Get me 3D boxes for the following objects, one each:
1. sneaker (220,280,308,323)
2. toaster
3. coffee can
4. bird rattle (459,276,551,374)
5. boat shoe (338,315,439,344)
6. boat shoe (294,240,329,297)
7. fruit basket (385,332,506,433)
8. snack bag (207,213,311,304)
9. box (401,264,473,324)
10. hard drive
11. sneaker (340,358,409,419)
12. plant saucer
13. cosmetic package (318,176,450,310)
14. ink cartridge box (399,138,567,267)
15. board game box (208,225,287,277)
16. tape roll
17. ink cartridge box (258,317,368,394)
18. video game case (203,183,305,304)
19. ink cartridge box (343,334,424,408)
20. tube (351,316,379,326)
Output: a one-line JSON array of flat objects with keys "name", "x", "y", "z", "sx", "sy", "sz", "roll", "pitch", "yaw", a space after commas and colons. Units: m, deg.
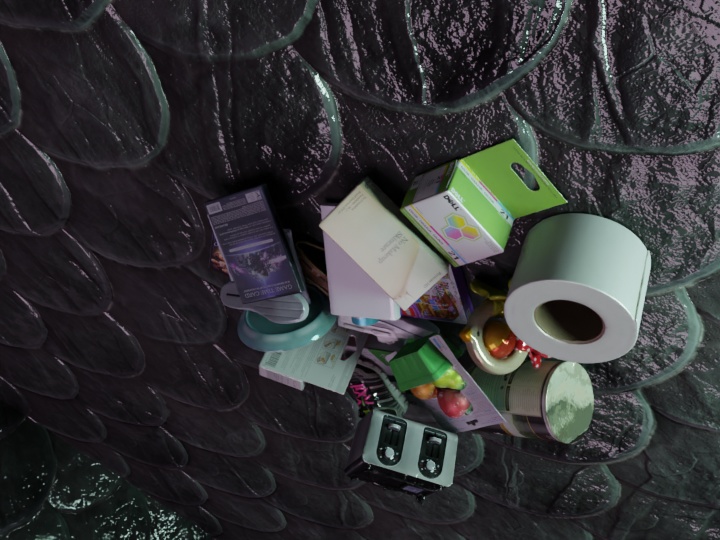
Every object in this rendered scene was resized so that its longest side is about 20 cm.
[{"name": "sneaker", "x": -0.169, "y": 0.051, "z": 1.543, "sx": 0.200, "sy": 0.071, "sz": 0.073, "roll": 14, "pitch": 102, "yaw": 33}, {"name": "toaster", "x": 0.076, "y": 0.361, "z": 1.591, "sx": 0.181, "sy": 0.119, "sz": 0.200, "roll": 19, "pitch": 154, "yaw": -6}, {"name": "coffee can", "x": 0.306, "y": 0.237, "z": 1.525, "sx": 0.200, "sy": 0.146, "sz": 0.146, "roll": -4, "pitch": 137, "yaw": 49}, {"name": "bird rattle", "x": 0.247, "y": 0.106, "z": 1.421, "sx": 0.113, "sy": 0.163, "sz": 0.200, "roll": 4, "pitch": 135, "yaw": 56}, {"name": "boat shoe", "x": 0.053, "y": 0.107, "z": 1.586, "sx": 0.200, "sy": 0.074, "sz": 0.065, "roll": 18, "pitch": 107, "yaw": 16}, {"name": "boat shoe", "x": -0.043, "y": 0.009, "z": 1.532, "sx": 0.200, "sy": 0.072, "sz": 0.068, "roll": 23, "pitch": 146, "yaw": 2}, {"name": "fruit basket", "x": 0.156, "y": 0.211, "z": 1.514, "sx": 0.200, "sy": 0.094, "sz": 0.185, "roll": 46, "pitch": 147, "yaw": -8}, {"name": "snack bag", "x": -0.190, "y": -0.027, "z": 1.541, "sx": 0.188, "sy": 0.021, "sz": 0.200, "roll": 15, "pitch": 141, "yaw": 25}, {"name": "box", "x": 0.116, "y": 0.014, "z": 1.470, "sx": 0.137, "sy": 0.039, "sz": 0.200, "roll": 6, "pitch": 141, "yaw": 26}, {"name": "hard drive", "x": 0.001, "y": -0.016, "z": 1.427, "sx": 0.132, "sy": 0.025, "sz": 0.200, "roll": 4, "pitch": 109, "yaw": 27}, {"name": "sneaker", "x": 0.019, "y": 0.254, "z": 1.653, "sx": 0.074, "sy": 0.088, "sz": 0.200, "roll": -14, "pitch": 131, "yaw": 43}, {"name": "plant saucer", "x": -0.143, "y": 0.082, "z": 1.583, "sx": 0.200, "sy": 0.200, "sz": 0.027, "roll": 6, "pitch": 129, "yaw": 24}, {"name": "cosmetic package", "x": 0.041, "y": -0.044, "z": 1.341, "sx": 0.200, "sy": 0.073, "sz": 0.104, "roll": 44, "pitch": 110, "yaw": -4}, {"name": "ink cartridge box", "x": 0.184, "y": -0.099, "z": 1.249, "sx": 0.148, "sy": 0.076, "sz": 0.200, "roll": 43, "pitch": 143, "yaw": -25}, {"name": "board game box", "x": -0.223, "y": -0.043, "z": 1.605, "sx": 0.135, "sy": 0.035, "sz": 0.200, "roll": 24, "pitch": 145, "yaw": 2}, {"name": "tape roll", "x": 0.335, "y": 0.029, "z": 1.270, "sx": 0.202, "sy": 0.139, "sz": 0.203, "roll": 16, "pitch": 144, "yaw": 12}, {"name": "ink cartridge box", "x": -0.081, "y": 0.144, "z": 1.617, "sx": 0.176, "sy": 0.200, "sz": 0.045, "roll": 18, "pitch": 145, "yaw": 10}, {"name": "video game case", "x": -0.190, "y": -0.044, "z": 1.463, "sx": 0.143, "sy": 0.019, "sz": 0.200, "roll": -12, "pitch": 104, "yaw": 34}, {"name": "ink cartridge box", "x": 0.059, "y": 0.189, "z": 1.695, "sx": 0.146, "sy": 0.083, "sz": 0.200, "roll": 5, "pitch": 142, "yaw": 27}, {"name": "tube", "x": 0.000, "y": 0.000, "z": 1.472, "sx": 0.077, "sy": 0.050, "sz": 0.200, "roll": 3, "pitch": 113, "yaw": 20}]
